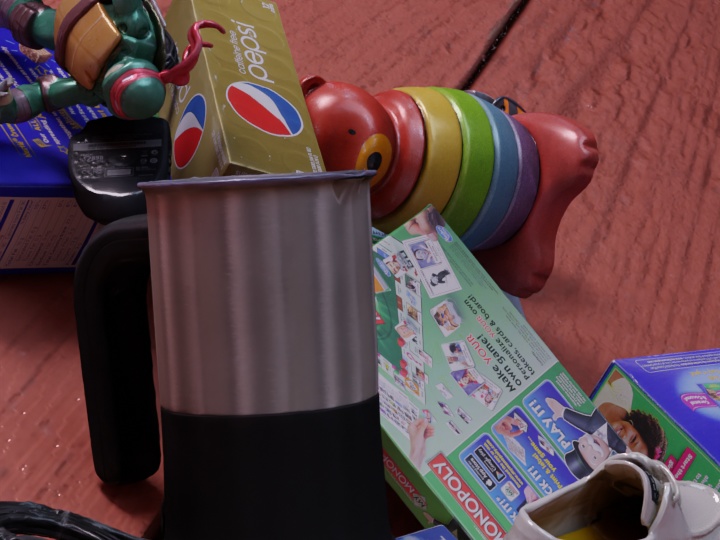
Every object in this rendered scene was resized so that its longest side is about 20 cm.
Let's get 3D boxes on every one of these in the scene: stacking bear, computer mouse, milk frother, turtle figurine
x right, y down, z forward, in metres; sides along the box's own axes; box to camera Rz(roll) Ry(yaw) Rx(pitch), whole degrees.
[{"bbox_3d":[0.033,-0.068,1.148,0.199,0.122,0.114,12,16,-38],"label":"stacking bear"},{"bbox_3d":[-0.135,-0.087,1.044,0.058,0.034,0.201,-2,40,0],"label":"computer mouse"},{"bbox_3d":[-0.087,0.052,0.842,0.179,0.190,0.200,-3,4,19],"label":"milk frother"},{"bbox_3d":[-0.159,-0.134,1.004,0.101,0.150,0.200,34,11,-44],"label":"turtle figurine"}]

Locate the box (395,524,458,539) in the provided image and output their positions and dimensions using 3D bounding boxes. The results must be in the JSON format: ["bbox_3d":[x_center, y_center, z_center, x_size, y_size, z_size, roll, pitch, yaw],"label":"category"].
[{"bbox_3d":[0.021,0.192,0.871,0.199,0.048,0.122,-8,43,-47],"label":"box"}]

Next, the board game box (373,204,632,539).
[{"bbox_3d":[0.056,0.073,1.006,0.134,0.029,0.200,-34,83,-39],"label":"board game box"}]

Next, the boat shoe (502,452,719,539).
[{"bbox_3d":[0.141,0.132,0.942,0.199,0.070,0.071,-7,33,-44],"label":"boat shoe"}]

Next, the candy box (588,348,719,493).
[{"bbox_3d":[0.256,0.140,1.139,0.168,0.077,0.200,-2,37,-45],"label":"candy box"}]

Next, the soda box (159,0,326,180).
[{"bbox_3d":[-0.077,-0.093,1.076,0.067,0.064,0.201,15,34,-26],"label":"soda box"}]

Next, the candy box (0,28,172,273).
[{"bbox_3d":[-0.195,-0.077,1.102,0.199,0.077,0.169,-1,41,-44],"label":"candy box"}]

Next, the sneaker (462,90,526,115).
[{"bbox_3d":[0.054,-0.076,1.286,0.077,0.113,0.199,6,-1,45],"label":"sneaker"}]

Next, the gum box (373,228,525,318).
[{"bbox_3d":[0.031,0.042,1.147,0.169,0.045,0.200,17,29,-18],"label":"gum box"}]
